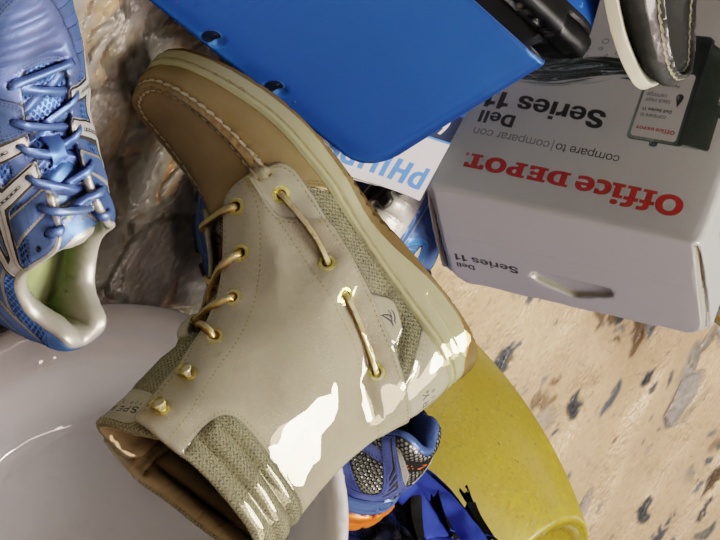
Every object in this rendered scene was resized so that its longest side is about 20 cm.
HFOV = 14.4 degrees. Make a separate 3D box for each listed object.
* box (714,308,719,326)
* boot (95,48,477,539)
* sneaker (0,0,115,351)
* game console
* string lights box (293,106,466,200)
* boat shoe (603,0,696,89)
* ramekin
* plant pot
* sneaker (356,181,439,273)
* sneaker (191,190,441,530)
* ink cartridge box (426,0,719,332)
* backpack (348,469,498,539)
[{"bbox_3d":[0.261,-0.026,1.702,0.122,0.193,0.200,-51,152,-6],"label":"box"},{"bbox_3d":[-0.064,0.014,1.253,0.155,0.200,0.072,-43,-178,-24],"label":"boot"},{"bbox_3d":[-0.134,-0.052,1.192,0.076,0.077,0.200,-33,143,-32],"label":"sneaker"},{"bbox_3d":[0.011,-0.166,1.256,0.200,0.118,0.171,37,62,-43],"label":"game console"},{"bbox_3d":[0.026,-0.141,1.335,0.103,0.059,0.200,17,106,-44],"label":"string lights box"},{"bbox_3d":[0.145,-0.177,1.269,0.072,0.067,0.200,-26,121,-63],"label":"boat shoe"},{"bbox_3d":[-0.110,0.125,1.293,0.200,0.200,0.098,-41,165,-25],"label":"ramekin"},{"bbox_3d":[0.042,0.144,1.599,0.200,0.142,0.200,-37,147,-29],"label":"plant pot"},{"bbox_3d":[0.000,0.000,1.451,0.200,0.079,0.089,-58,149,5],"label":"sneaker"},{"bbox_3d":[-0.013,0.019,1.352,0.075,0.200,0.078,-17,170,-45],"label":"sneaker"},{"bbox_3d":[0.134,-0.084,1.431,0.083,0.146,0.200,72,35,-56],"label":"ink cartridge box"},{"bbox_3d":[0.009,0.187,1.419,0.168,0.200,0.163,-8,137,-39],"label":"backpack"}]
